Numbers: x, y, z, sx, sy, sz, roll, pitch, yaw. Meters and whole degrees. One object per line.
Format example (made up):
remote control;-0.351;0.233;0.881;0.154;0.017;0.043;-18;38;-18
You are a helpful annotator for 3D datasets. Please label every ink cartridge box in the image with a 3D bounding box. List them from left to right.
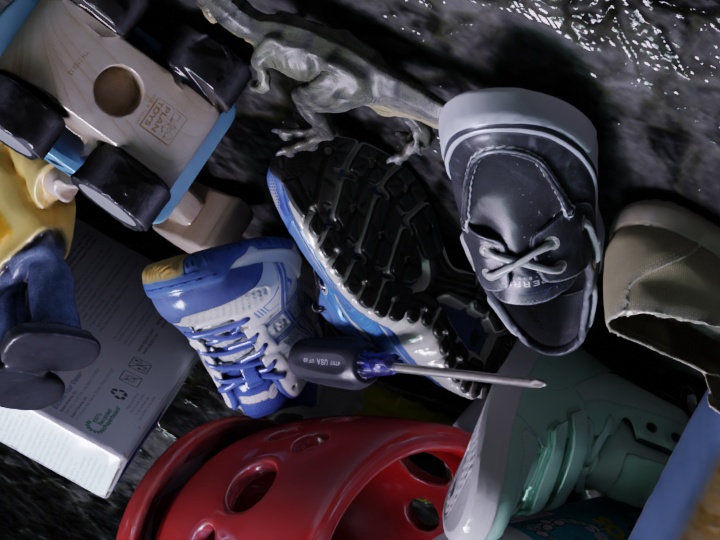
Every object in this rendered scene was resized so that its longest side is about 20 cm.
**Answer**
ink cartridge box;-0.197;0.028;1.704;0.200;0.196;0.043;29;120;2

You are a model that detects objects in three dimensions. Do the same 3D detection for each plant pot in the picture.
plant pot;-0.028;0.175;1.605;0.182;0.201;0.200;5;148;42

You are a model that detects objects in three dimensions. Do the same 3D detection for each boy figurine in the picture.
boy figurine;-0.193;-0.026;1.614;0.064;0.200;0.124;11;139;-37

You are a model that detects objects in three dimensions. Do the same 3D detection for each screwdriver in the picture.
screwdriver;0.030;0.047;1.488;0.028;0.029;0.200;36;156;-33

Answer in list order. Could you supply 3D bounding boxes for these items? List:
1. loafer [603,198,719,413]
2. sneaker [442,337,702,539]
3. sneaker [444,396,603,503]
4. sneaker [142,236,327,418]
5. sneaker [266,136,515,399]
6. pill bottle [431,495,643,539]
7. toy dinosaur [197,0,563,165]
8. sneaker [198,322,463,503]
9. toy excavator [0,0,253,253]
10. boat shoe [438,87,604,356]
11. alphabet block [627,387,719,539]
loafer;0.198;0.042;1.379;0.200;0.068;0.076;29;158;3
sneaker;0.115;0.096;1.489;0.118;0.200;0.074;25;117;5
sneaker;0.104;0.154;1.679;0.099;0.078;0.200;41;161;32
sneaker;-0.057;0.034;1.574;0.075;0.088;0.200;-10;171;17
sneaker;0.000;0.000;1.527;0.089;0.079;0.200;8;150;38
pill bottle;0.094;0.181;1.520;0.111;0.111;0.200;10;-169;40
toy dinosaur;-0.001;-0.086;1.390;0.200;0.047;0.088;21;150;12
sneaker;-0.019;0.083;1.736;0.200;0.075;0.085;35;166;0
toy excavator;-0.121;-0.073;1.528;0.194;0.100;0.200;36;172;-16
boat shoe;0.079;-0.018;1.367;0.072;0.068;0.200;-2;155;9
alphabet block;0.256;0.195;1.477;0.196;0.195;0.200;13;154;40
